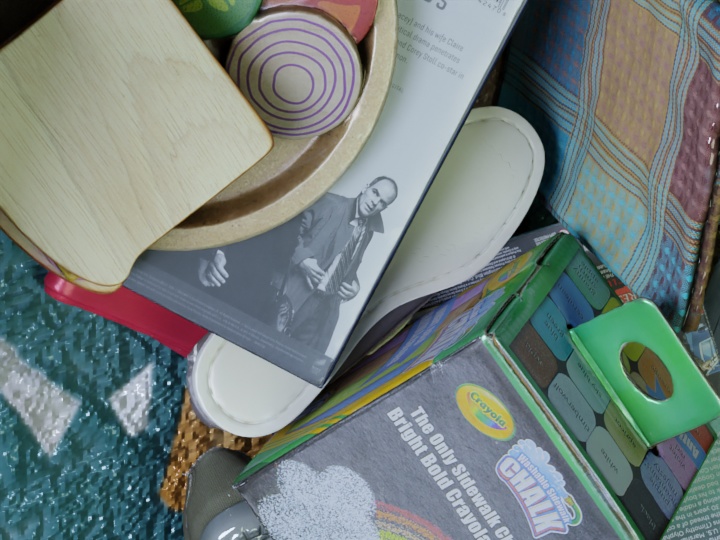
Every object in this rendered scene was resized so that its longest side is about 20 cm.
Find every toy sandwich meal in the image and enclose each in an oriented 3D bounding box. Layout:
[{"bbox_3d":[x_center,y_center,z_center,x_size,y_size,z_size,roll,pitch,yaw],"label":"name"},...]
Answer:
[{"bbox_3d":[-0.080,-0.091,1.152,0.204,0.070,0.206,-2,104,-6],"label":"toy sandwich meal"}]

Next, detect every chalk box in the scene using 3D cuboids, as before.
[{"bbox_3d":[0.069,0.075,1.249,0.200,0.124,0.125,-31,98,29],"label":"chalk box"}]

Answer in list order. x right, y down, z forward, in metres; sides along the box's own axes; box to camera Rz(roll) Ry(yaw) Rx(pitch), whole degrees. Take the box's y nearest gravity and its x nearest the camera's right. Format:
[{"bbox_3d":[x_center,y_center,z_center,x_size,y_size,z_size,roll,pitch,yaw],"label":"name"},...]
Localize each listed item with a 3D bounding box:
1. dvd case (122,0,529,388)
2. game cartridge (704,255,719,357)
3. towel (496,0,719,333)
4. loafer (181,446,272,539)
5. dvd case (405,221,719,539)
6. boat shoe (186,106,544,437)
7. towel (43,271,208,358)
[{"bbox_3d":[-0.035,-0.071,1.215,0.150,0.025,0.201,28,94,-8],"label":"dvd case"},{"bbox_3d":[0.208,0.060,1.466,0.134,0.040,0.200,-62,152,-23],"label":"game cartridge"},{"bbox_3d":[0.111,-0.078,1.261,0.022,0.200,0.147,-4,117,-22],"label":"towel"},{"bbox_3d":[-0.044,0.150,1.358,0.075,0.070,0.200,-19,143,-9],"label":"loafer"},{"bbox_3d":[0.108,0.077,1.353,0.145,0.022,0.201,-18,91,8],"label":"dvd case"},{"bbox_3d":[0.000,0.000,1.284,0.200,0.060,0.072,-44,95,-12],"label":"boat shoe"},{"bbox_3d":[-0.046,-0.051,1.277,0.144,0.022,0.201,25,97,-43],"label":"towel"}]
